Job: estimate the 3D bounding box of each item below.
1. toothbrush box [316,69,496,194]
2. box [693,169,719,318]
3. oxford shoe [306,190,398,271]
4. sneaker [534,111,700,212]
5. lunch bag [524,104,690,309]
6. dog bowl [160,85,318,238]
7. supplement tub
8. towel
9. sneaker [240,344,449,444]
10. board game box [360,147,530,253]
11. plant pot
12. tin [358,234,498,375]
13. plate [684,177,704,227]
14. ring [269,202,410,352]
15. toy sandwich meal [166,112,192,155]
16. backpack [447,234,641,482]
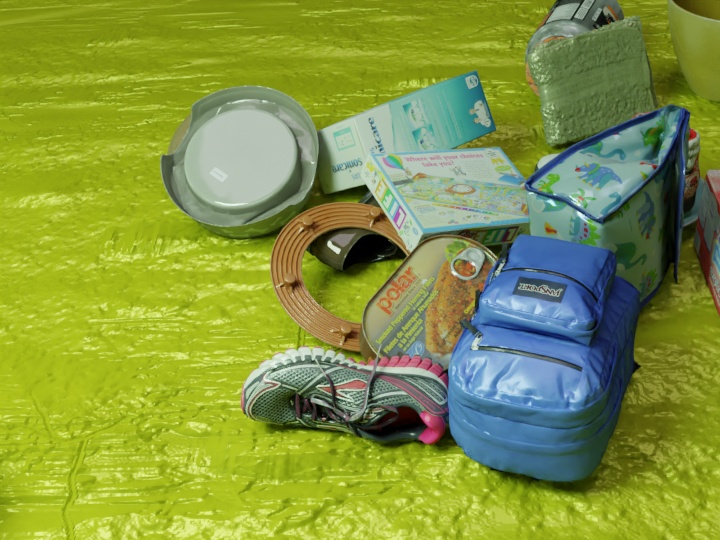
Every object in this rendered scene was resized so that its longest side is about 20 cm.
[{"bbox_3d":[0.049,-0.176,1.283,0.199,0.086,0.146,-26,10,-26],"label":"toothbrush box"},{"bbox_3d":[0.426,-0.015,1.061,0.094,0.103,0.201,0,35,5],"label":"box"},{"bbox_3d":[0.027,-0.052,1.190,0.199,0.073,0.084,-33,61,-31],"label":"oxford shoe"},{"bbox_3d":[0.309,-0.143,1.200,0.200,0.109,0.067,17,40,26],"label":"sneaker"},{"bbox_3d":[0.281,-0.058,1.057,0.200,0.171,0.127,-37,47,-26],"label":"lunch bag"},{"bbox_3d":[-0.146,-0.131,1.242,0.198,0.059,0.202,-3,64,6],"label":"dog bowl"},{"bbox_3d":[0.319,-0.336,1.497,0.121,0.123,0.200,12,39,21],"label":"supplement tub"},{"bbox_3d":[0.325,-0.260,1.383,0.199,0.150,0.036,-21,12,-22],"label":"towel"},{"bbox_3d":[-0.014,0.121,0.933,0.198,0.081,0.075,-2,38,2],"label":"sneaker"},{"bbox_3d":[0.116,-0.086,1.173,0.198,0.034,0.135,-7,49,-32],"label":"board game box"},{"bbox_3d":[0.540,-0.331,1.451,0.198,0.143,0.201,-2,36,1],"label":"plant pot"},{"bbox_3d":[0.076,0.040,1.039,0.112,0.042,0.200,35,52,11],"label":"tin"},{"bbox_3d":[0.331,-0.091,1.241,0.198,0.026,0.201,-2,36,1],"label":"plate"},{"bbox_3d":[0.000,0.000,1.088,0.198,0.019,0.202,7,54,-9],"label":"ring"},{"bbox_3d":[-0.159,-0.151,1.325,0.203,0.070,0.207,-3,64,5],"label":"toy sandwich meal"},{"bbox_3d":[0.158,0.077,0.908,0.161,0.169,0.200,7,40,25],"label":"backpack"}]
